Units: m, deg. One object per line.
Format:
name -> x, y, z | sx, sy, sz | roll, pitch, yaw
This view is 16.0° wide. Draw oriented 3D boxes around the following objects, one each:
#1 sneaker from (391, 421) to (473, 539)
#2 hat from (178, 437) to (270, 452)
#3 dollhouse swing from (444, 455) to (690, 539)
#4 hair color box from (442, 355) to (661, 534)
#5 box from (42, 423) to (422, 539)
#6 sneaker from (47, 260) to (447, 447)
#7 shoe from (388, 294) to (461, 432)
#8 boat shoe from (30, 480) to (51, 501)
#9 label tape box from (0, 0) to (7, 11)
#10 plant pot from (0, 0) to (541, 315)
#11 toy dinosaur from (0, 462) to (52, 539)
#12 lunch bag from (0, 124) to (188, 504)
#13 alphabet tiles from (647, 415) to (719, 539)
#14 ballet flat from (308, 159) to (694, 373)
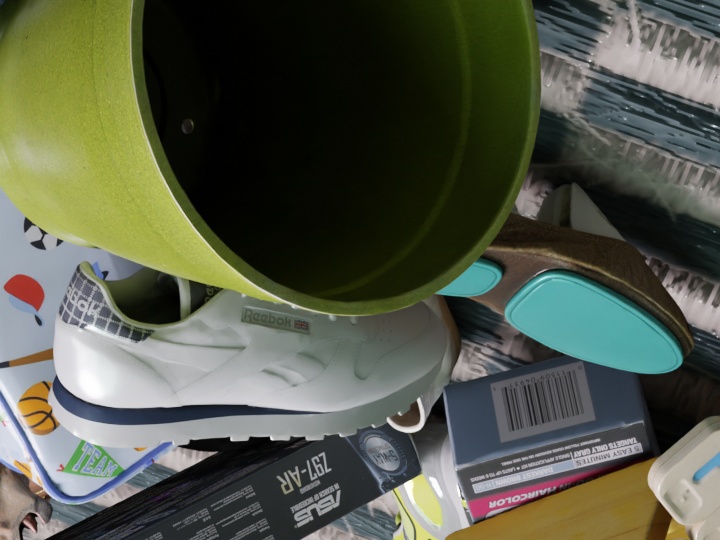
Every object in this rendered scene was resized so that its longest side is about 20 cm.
sneaker -> 0.064, 0.153, 1.441 | 0.076, 0.075, 0.201 | 10, 137, 30
hat -> -0.089, 0.045, 1.348 | 0.200, 0.081, 0.201 | 16, 148, 10
dollhouse swing -> 0.134, 0.236, 1.267 | 0.181, 0.176, 0.200 | -23, 130, 20
hair color box -> 0.115, 0.134, 1.335 | 0.099, 0.061, 0.200 | -14, 134, 7
box -> -0.088, 0.135, 1.358 | 0.160, 0.200, 0.044 | -18, 96, 54
sneaker -> -0.045, 0.028, 1.176 | 0.076, 0.199, 0.081 | 41, 130, 50
shoe -> 0.000, 0.000, 1.251 | 0.070, 0.054, 0.200 | -2, 136, 28
boat shoe -> -0.205, 0.107, 1.523 | 0.067, 0.072, 0.200 | 36, 151, -31
label tape box -> -0.206, -0.108, 1.080 | 0.066, 0.200, 0.144 | 17, 148, 16
plant pot -> -0.061, -0.077, 1.074 | 0.200, 0.201, 0.193 | 40, 154, -28
toy dinosaur -> -0.225, 0.063, 1.377 | 0.086, 0.136, 0.200 | 40, 173, -37
lunch bag -> -0.129, 0.002, 1.219 | 0.075, 0.160, 0.201 | 24, 144, 56
alphabet tiles -> 0.217, 0.125, 1.234 | 0.200, 0.195, 0.015 | 50, -179, -37
ballet flat -> 0.068, -0.012, 1.172 | 0.199, 0.073, 0.068 | 16, 149, -20
